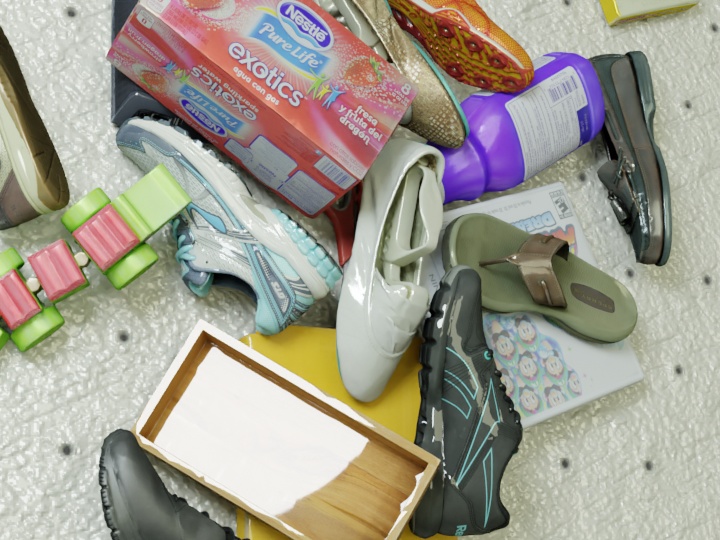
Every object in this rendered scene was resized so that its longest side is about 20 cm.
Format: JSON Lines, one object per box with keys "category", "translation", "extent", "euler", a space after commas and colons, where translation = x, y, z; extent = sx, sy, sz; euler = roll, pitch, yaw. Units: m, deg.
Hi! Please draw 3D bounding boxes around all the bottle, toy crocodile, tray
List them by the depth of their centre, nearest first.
{"category": "toy crocodile", "translation": [-0.205, -0.002, 1.041], "extent": [0.199, 0.062, 0.068], "euler": [-35, 92, -9]}
{"category": "tray", "translation": [-0.054, 0.128, 1.054], "extent": [0.199, 0.037, 0.099], "euler": [30, 77, 9]}
{"category": "bottle", "translation": [0.115, -0.110, 1.235], "extent": [0.199, 0.065, 0.084], "euler": [-32, 117, -28]}

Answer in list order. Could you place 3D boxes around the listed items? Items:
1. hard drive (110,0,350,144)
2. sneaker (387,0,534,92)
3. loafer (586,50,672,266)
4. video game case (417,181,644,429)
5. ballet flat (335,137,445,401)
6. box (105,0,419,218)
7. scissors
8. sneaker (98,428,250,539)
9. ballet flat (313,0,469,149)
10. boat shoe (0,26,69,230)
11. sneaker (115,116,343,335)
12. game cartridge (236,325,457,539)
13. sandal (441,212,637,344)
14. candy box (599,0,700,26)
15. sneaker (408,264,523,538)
{"category": "hard drive", "translation": [-0.095, -0.165, 1.170], "extent": [0.198, 0.042, 0.136], "euler": [5, 73, -24]}
{"category": "sneaker", "translation": [0.066, -0.217, 1.215], "extent": [0.200, 0.073, 0.077], "euler": [38, 64, 15]}
{"category": "loafer", "translation": [0.226, -0.096, 1.299], "extent": [0.062, 0.072, 0.202], "euler": [-1, 67, -5]}
{"category": "video game case", "translation": [0.127, 0.031, 1.208], "extent": [0.199, 0.024, 0.183], "euler": [-16, 79, -39]}
{"category": "ballet flat", "translation": [0.026, -0.003, 1.108], "extent": [0.069, 0.069, 0.202], "euler": [13, 79, -22]}
{"category": "box", "translation": [-0.072, -0.143, 1.092], "extent": [0.199, 0.103, 0.095], "euler": [38, 63, -9]}
{"category": "scissors", "translation": [0.000, 0.000, 1.182], "extent": [0.073, 0.014, 0.202], "euler": [1, 74, -26]}
{"category": "sneaker", "translation": [-0.116, 0.195, 1.023], "extent": [0.090, 0.076, 0.201], "euler": [-25, 95, -8]}
{"category": "ballet flat", "translation": [0.008, -0.169, 1.165], "extent": [0.065, 0.071, 0.201], "euler": [-30, 81, -22]}
{"category": "boat shoe", "translation": [-0.271, -0.123, 1.057], "extent": [0.064, 0.073, 0.201], "euler": [-26, 72, 4]}
{"category": "sneaker", "translation": [-0.112, -0.033, 1.095], "extent": [0.200, 0.078, 0.086], "euler": [39, 83, 9]}
{"category": "game cartridge", "translation": [-0.010, 0.145, 1.121], "extent": [0.175, 0.032, 0.202], "euler": [7, 71, -25]}
{"category": "sandal", "translation": [0.149, 0.000, 1.184], "extent": [0.200, 0.057, 0.081], "euler": [17, 62, -28]}
{"category": "candy box", "translation": [0.239, -0.330, 1.389], "extent": [0.102, 0.026, 0.202], "euler": [-14, 82, -31]}
{"category": "sneaker", "translation": [0.079, 0.098, 1.105], "extent": [0.078, 0.075, 0.202], "euler": [5, 89, -3]}
